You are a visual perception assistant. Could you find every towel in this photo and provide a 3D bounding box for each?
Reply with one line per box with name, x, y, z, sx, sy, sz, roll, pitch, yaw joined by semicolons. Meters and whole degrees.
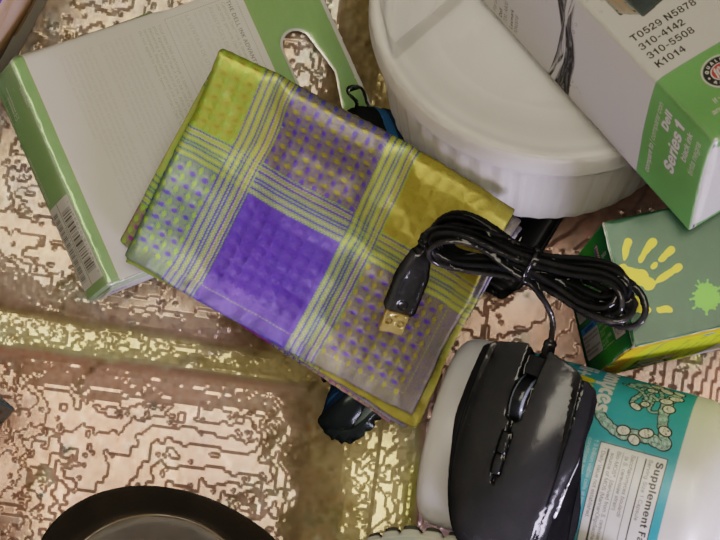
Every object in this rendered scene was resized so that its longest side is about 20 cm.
towel;-0.023;-0.018;1.290;0.200;0.023;0.144;32;108;5

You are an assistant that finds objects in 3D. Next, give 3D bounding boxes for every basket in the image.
basket;-0.107;0.188;1.273;0.180;0.200;0.136;26;84;3

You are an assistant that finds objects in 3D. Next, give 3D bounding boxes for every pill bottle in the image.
pill bottle;0.139;0.114;1.310;0.199;0.111;0.111;15;84;10

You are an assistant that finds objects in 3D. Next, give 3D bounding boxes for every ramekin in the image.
ramekin;0.103;-0.121;1.314;0.202;0.094;0.203;1;60;-1

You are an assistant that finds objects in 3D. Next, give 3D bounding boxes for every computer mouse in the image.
computer mouse;0.060;0.070;1.228;0.140;0.046;0.201;26;118;22

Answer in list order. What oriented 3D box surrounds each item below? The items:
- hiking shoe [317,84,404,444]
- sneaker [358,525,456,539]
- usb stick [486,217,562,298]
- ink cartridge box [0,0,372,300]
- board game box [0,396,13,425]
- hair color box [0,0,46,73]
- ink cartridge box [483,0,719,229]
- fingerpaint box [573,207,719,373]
hiking shoe;0.000;0.000;1.356;0.086;0.074;0.201;19;77;-8
sneaker;0.057;0.200;1.295;0.199;0.078;0.090;-2;50;33
usb stick;0.118;-0.078;1.390;0.055;0.033;0.200;30;84;12
ink cartridge box;-0.096;-0.085;1.382;0.200;0.048;0.146;-22;85;-25
board game box;-0.290;0.024;1.321;0.200;0.134;0.034;40;85;3
hair color box;-0.246;-0.117;1.349;0.065;0.109;0.200;26;84;2
ink cartridge box;0.171;-0.143;1.221;0.146;0.084;0.200;-30;63;-18
fingerpaint box;0.210;0.000;1.299;0.166;0.200;0.074;-13;83;-2
